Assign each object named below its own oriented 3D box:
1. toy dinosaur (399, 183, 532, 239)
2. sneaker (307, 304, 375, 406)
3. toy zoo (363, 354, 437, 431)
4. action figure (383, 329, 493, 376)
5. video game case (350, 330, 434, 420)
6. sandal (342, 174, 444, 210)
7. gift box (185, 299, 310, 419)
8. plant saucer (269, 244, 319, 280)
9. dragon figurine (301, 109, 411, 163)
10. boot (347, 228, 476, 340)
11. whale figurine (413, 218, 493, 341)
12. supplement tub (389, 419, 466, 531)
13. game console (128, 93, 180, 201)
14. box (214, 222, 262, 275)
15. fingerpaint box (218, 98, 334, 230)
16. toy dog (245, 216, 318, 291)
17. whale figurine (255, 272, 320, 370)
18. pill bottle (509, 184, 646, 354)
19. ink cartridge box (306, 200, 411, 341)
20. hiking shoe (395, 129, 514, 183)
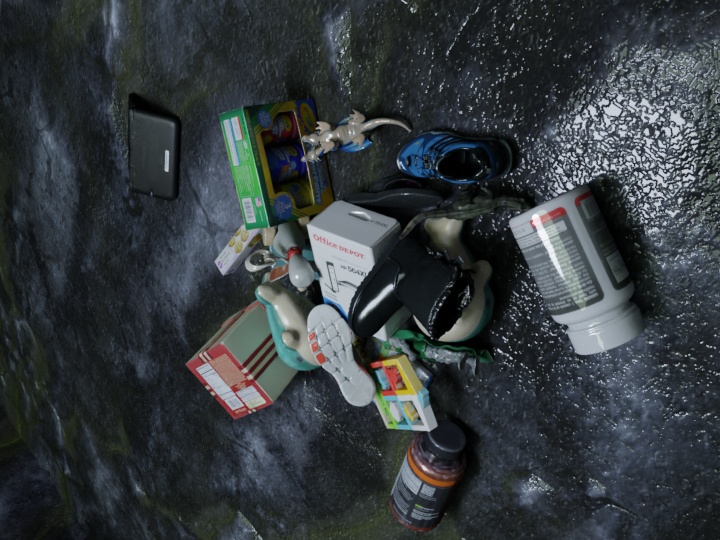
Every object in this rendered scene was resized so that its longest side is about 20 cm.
[{"bbox_3d":[0.146,-0.093,0.926,0.197,0.088,0.048,-14,113,2],"label":"toy dinosaur"},{"bbox_3d":[-0.041,0.151,1.143,0.082,0.076,0.202,-124,9,-78],"label":"sneaker"},{"bbox_3d":[0.068,0.215,1.102,0.133,0.020,0.200,65,155,2],"label":"toy zoo"},{"bbox_3d":[0.110,0.135,1.063,0.199,0.117,0.055,7,73,50],"label":"action figure"},{"bbox_3d":[0.037,0.186,1.194,0.199,0.018,0.144,39,128,24],"label":"video game case"},{"bbox_3d":[0.048,-0.130,1.033,0.199,0.075,0.049,3,83,42],"label":"sandal"},{"bbox_3d":[-0.215,0.184,1.308,0.183,0.187,0.201,-23,110,42],"label":"gift box"},{"bbox_3d":[-0.111,-0.018,1.249,0.198,0.019,0.071,13,114,39],"label":"plant saucer"},{"bbox_3d":[-0.016,-0.229,1.052,0.197,0.099,0.060,-15,97,10],"label":"dragon figurine"},{"bbox_3d":[0.074,0.046,0.934,0.162,0.073,0.200,41,105,47],"label":"boot"},{"bbox_3d":[0.149,0.011,0.992,0.158,0.103,0.203,-16,71,45],"label":"whale figurine"},{"bbox_3d":[0.125,0.361,1.121,0.106,0.106,0.202,35,125,27],"label":"supplement tub"},{"bbox_3d":[-0.490,-0.290,1.484,0.173,0.117,0.202,14,119,4],"label":"game console"},{"bbox_3d":[-0.249,-0.059,1.340,0.200,0.038,0.042,-42,76,42],"label":"box"},{"bbox_3d":[-0.141,-0.189,1.108,0.073,0.166,0.203,-1,104,43],"label":"fingerpaint box"},{"bbox_3d":[-0.129,-0.022,1.159,0.130,0.201,0.097,4,127,4],"label":"toy dog"},{"bbox_3d":[-0.136,0.103,1.200,0.103,0.160,0.200,-34,108,22],"label":"whale figurine"},{"bbox_3d":[0.288,0.000,0.835,0.113,0.113,0.202,-26,88,44],"label":"pill bottle"},{"bbox_3d":[0.000,0.000,1.074,0.145,0.084,0.202,21,138,36],"label":"ink cartridge box"},{"bbox_3d":[0.124,-0.169,0.935,0.198,0.086,0.076,6,110,40],"label":"hiking shoe"}]
